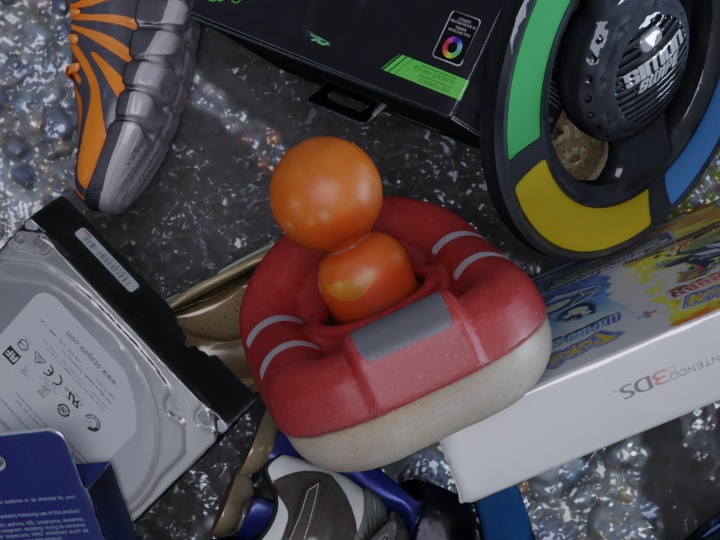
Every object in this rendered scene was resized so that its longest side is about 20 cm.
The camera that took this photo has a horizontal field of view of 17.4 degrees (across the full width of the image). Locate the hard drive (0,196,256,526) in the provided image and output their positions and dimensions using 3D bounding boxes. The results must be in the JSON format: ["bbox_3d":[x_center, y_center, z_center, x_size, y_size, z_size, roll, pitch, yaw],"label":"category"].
[{"bbox_3d":[-0.160,0.076,1.159,0.140,0.038,0.200,47,125,1],"label":"hard drive"}]

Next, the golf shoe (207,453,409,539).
[{"bbox_3d":[-0.063,0.180,1.127,0.094,0.078,0.200,37,79,-4],"label":"golf shoe"}]

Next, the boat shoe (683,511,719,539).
[{"bbox_3d":[0.135,0.174,1.136,0.084,0.069,0.200,43,98,25],"label":"boat shoe"}]

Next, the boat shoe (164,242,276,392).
[{"bbox_3d":[-0.054,0.031,1.196,0.199,0.063,0.074,-25,87,1],"label":"boat shoe"}]

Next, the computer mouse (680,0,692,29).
[{"bbox_3d":[0.198,-0.156,1.206,0.058,0.034,0.201,26,89,4],"label":"computer mouse"}]

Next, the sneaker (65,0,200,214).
[{"bbox_3d":[-0.140,-0.132,1.206,0.111,0.078,0.201,13,78,7],"label":"sneaker"}]

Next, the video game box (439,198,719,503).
[{"bbox_3d":[0.123,0.031,1.128,0.199,0.182,0.047,-23,105,1],"label":"video game box"}]

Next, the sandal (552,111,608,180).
[{"bbox_3d":[0.098,-0.115,1.190,0.077,0.070,0.213,-1,88,2],"label":"sandal"}]

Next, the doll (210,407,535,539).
[{"bbox_3d":[0.031,0.137,1.187,0.199,0.049,0.137,24,116,-4],"label":"doll"}]

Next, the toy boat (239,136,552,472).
[{"bbox_3d":[0.000,0.000,1.071,0.130,0.200,0.131,-25,105,-4],"label":"toy boat"}]

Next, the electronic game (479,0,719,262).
[{"bbox_3d":[0.126,-0.099,1.112,0.042,0.200,0.201,26,89,39],"label":"electronic game"}]

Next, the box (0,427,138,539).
[{"bbox_3d":[-0.158,0.162,1.155,0.121,0.032,0.201,-6,115,25],"label":"box"}]

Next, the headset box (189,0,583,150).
[{"bbox_3d":[0.034,-0.164,1.149,0.174,0.093,0.201,25,90,34],"label":"headset box"}]
